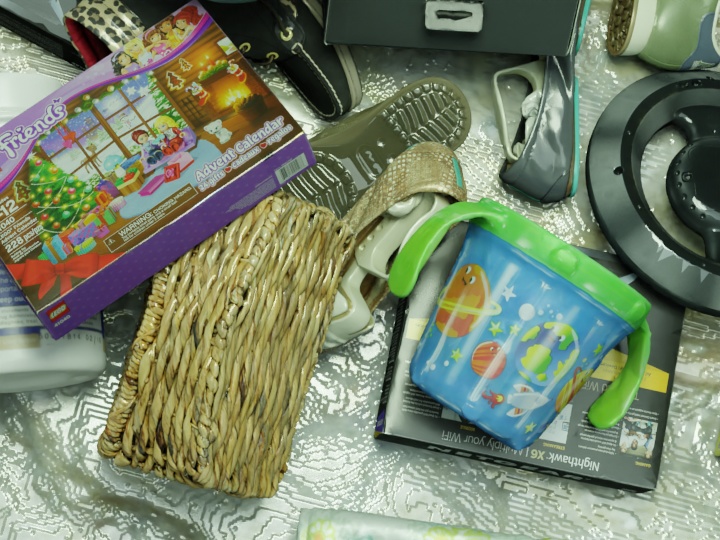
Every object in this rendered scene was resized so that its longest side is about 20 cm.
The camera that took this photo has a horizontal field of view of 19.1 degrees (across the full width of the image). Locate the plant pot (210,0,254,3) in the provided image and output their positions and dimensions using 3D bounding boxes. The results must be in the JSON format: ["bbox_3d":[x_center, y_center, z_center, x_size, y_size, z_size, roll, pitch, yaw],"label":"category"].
[{"bbox_3d":[-0.081,-0.248,1.350,0.198,0.135,0.201,1,56,-2],"label":"plant pot"}]

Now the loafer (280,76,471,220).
[{"bbox_3d":[-0.011,-0.067,1.498,0.199,0.067,0.076,-27,92,5],"label":"loafer"}]

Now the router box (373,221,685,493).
[{"bbox_3d":[0.121,0.059,1.496,0.198,0.052,0.159,13,80,-5],"label":"router box"}]

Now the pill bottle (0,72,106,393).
[{"bbox_3d":[-0.236,-0.024,1.434,0.119,0.120,0.202,-4,81,-8],"label":"pill bottle"}]

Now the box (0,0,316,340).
[{"bbox_3d":[-0.146,-0.066,1.339,0.199,0.039,0.137,-35,59,-8],"label":"box"}]

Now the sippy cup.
[{"bbox_3d":[0.102,0.042,1.410,0.177,0.140,0.131,32,90,8],"label":"sippy cup"}]

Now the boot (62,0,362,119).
[{"bbox_3d":[-0.100,-0.151,1.461,0.151,0.073,0.201,-47,117,-23],"label":"boot"}]

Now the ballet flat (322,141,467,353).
[{"bbox_3d":[0.000,0.000,1.449,0.070,0.065,0.200,28,107,-34],"label":"ballet flat"}]

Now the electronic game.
[{"bbox_3d":[0.254,-0.056,1.517,0.198,0.042,0.201,7,61,-12],"label":"electronic game"}]

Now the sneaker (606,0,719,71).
[{"bbox_3d":[0.244,-0.238,1.561,0.089,0.067,0.202,17,78,-13],"label":"sneaker"}]

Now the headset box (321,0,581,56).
[{"bbox_3d":[0.060,-0.241,1.473,0.173,0.093,0.201,2,47,-6],"label":"headset box"}]

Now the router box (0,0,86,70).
[{"bbox_3d":[-0.228,-0.252,1.499,0.199,0.052,0.158,29,78,-1],"label":"router box"}]

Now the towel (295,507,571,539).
[{"bbox_3d":[0.041,0.254,1.433,0.198,0.048,0.173,7,83,8],"label":"towel"}]

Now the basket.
[{"bbox_3d":[-0.116,0.034,1.394,0.148,0.143,0.202,17,89,26],"label":"basket"}]

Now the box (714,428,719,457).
[{"bbox_3d":[0.356,0.131,1.503,0.198,0.075,0.051,15,81,-5],"label":"box"}]

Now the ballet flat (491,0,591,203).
[{"bbox_3d":[0.129,-0.149,1.526,0.072,0.073,0.202,7,82,-6],"label":"ballet flat"}]
